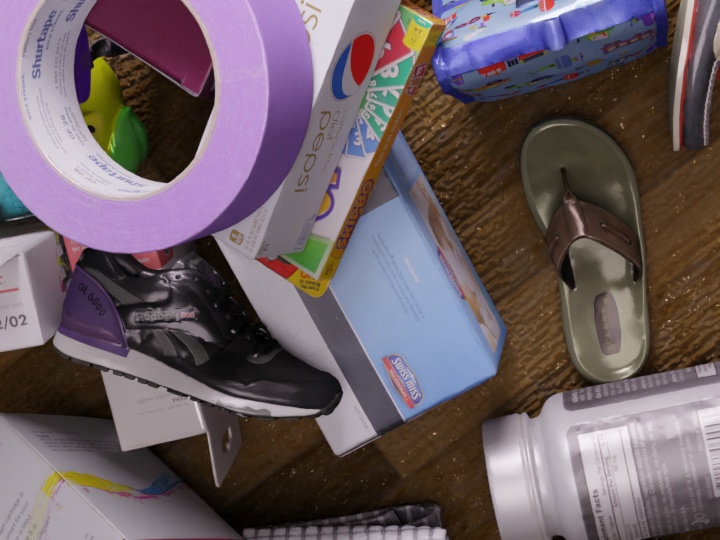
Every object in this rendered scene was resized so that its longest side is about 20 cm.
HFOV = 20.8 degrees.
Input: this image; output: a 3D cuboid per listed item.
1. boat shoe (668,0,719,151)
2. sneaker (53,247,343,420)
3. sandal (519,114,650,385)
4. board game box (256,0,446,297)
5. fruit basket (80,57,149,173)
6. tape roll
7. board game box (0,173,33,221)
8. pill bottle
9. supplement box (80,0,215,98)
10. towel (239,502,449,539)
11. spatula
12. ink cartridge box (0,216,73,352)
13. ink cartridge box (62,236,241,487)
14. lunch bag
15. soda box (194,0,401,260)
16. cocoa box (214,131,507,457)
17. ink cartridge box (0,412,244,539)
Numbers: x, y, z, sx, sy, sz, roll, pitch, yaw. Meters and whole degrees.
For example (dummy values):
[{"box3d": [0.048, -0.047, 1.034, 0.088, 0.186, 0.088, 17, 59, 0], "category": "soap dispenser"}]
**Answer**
[{"box3d": [0.248, -0.179, 1.340, 0.062, 0.071, 0.202, 7, 99, 1], "category": "boat shoe"}, {"box3d": [-0.103, 0.037, 1.294, 0.199, 0.076, 0.088, 16, 98, 7], "category": "sneaker"}, {"box3d": [0.167, -0.013, 1.387, 0.079, 0.057, 0.202, -14, 100, 8], "category": "sandal"}, {"box3d": [-0.026, -0.089, 1.249, 0.095, 0.030, 0.201, 32, 112, 23], "category": "board game box"}, {"box3d": [-0.247, -0.134, 1.367, 0.214, 0.155, 0.217, 0, 91, 19], "category": "fruit basket"}, {"box3d": [-0.130, -0.114, 1.168, 0.199, 0.066, 0.202, 5, 102, 23], "category": "tape roll"}, {"box3d": [-0.263, -0.125, 1.292, 0.134, 0.028, 0.201, -12, 118, -10], "category": "board game box"}, {"box3d": [0.191, 0.135, 1.388, 0.199, 0.114, 0.115, -11, 101, 8], "category": "pill bottle"}, {"box3d": [-0.094, -0.185, 1.289, 0.131, 0.200, 0.104, 33, 104, 15], "category": "supplement box"}, {"box3d": [-0.004, 0.273, 1.455, 0.164, 0.086, 0.202, -6, 103, 8], "category": "towel"}, {"box3d": [-0.174, -0.149, 1.322, 0.020, 0.200, 0.057, 4, 108, 18], "category": "spatula"}, {"box3d": [-0.260, 0.014, 1.358, 0.114, 0.200, 0.068, -10, 101, 13], "category": "ink cartridge box"}, {"box3d": [-0.145, 0.052, 1.401, 0.067, 0.117, 0.201, -13, 100, 9], "category": "ink cartridge box"}, {"box3d": [0.124, -0.159, 1.286, 0.150, 0.200, 0.095, -16, 101, 8], "category": "lunch bag"}, {"box3d": [-0.041, -0.111, 1.204, 0.068, 0.064, 0.201, 29, 107, 23], "category": "soda box"}, {"box3d": [0.000, 0.000, 1.366, 0.131, 0.133, 0.201, -27, 97, 12], "category": "cocoa box"}, {"box3d": [-0.190, 0.214, 1.388, 0.200, 0.144, 0.146, 39, 105, 30], "category": "ink cartridge box"}]
